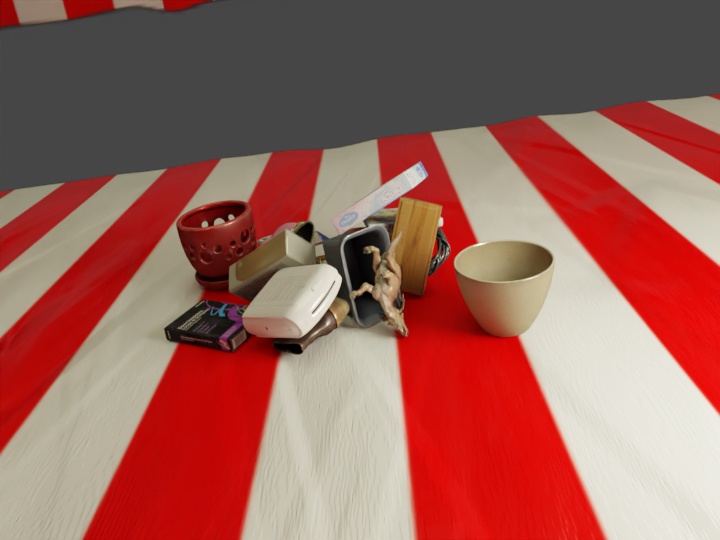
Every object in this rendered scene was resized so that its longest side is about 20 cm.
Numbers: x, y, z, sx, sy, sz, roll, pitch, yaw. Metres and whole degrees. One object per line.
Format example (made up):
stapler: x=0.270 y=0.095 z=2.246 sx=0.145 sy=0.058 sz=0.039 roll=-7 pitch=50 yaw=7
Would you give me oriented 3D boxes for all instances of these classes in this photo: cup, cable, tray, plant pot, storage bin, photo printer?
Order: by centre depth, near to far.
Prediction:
cup: x=0.288 y=0.044 z=1.297 sx=0.194 sy=0.147 sz=0.201 roll=-7 pitch=25 yaw=3
photo printer: x=-0.136 y=0.062 z=1.339 sx=0.197 sy=0.070 sz=0.168 roll=-6 pitch=39 yaw=47
storage bin: x=0.000 y=0.000 z=1.441 sx=0.143 sy=0.206 sz=0.133 roll=-22 pitch=18 yaw=-27
tray: x=0.117 y=-0.056 z=1.473 sx=0.096 sy=0.206 sz=0.037 roll=13 pitch=13 yaw=10
cable: x=0.131 y=-0.060 z=1.614 sx=0.194 sy=0.051 sz=0.166 roll=2 pitch=54 yaw=22
plant pot: x=-0.366 y=-0.063 z=1.695 sx=0.194 sy=0.188 sz=0.202 roll=-6 pitch=23 yaw=3

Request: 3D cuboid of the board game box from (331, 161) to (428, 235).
board game box: x=0.048 y=-0.167 z=1.471 sx=0.197 sy=0.044 sz=0.199 roll=-31 pitch=5 yaw=22

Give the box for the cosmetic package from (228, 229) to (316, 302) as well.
cosmetic package: x=-0.204 y=-0.004 z=1.495 sx=0.197 sy=0.104 sz=0.073 roll=-28 pitch=52 yaw=29

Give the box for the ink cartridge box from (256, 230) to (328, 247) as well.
ink cartridge box: x=-0.193 y=-0.089 z=1.876 sx=0.196 sy=0.040 sz=0.099 roll=-20 pitch=26 yaw=-26

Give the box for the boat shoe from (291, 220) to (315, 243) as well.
boat shoe: x=-0.172 y=-0.033 z=1.596 sx=0.205 sy=0.071 sz=0.060 roll=-63 pitch=11 yaw=-15

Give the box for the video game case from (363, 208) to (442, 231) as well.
video game case: x=0.096 y=-0.129 z=1.597 sx=0.176 sy=0.024 sz=0.200 roll=-5 pitch=15 yaw=-4

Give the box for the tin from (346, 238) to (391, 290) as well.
tin: x=0.034 y=-0.011 z=1.531 sx=0.194 sy=0.116 sz=0.042 roll=-9 pitch=12 yaw=1

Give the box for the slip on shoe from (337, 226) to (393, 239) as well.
slip on shoe: x=0.030 y=-0.079 z=1.583 sx=0.194 sy=0.075 sz=0.062 roll=-4 pitch=43 yaw=14

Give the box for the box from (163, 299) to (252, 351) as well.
box: x=-0.324 y=0.120 z=1.465 sx=0.195 sy=0.037 sz=0.143 roll=4 pitch=27 yaw=28

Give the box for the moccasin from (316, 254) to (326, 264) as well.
moccasin: x=-0.062 y=0.001 z=1.604 sx=0.196 sy=0.076 sz=0.077 roll=-7 pitch=14 yaw=-21

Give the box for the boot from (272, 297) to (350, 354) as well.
boot: x=-0.133 y=0.106 z=1.392 sx=0.197 sy=0.074 sz=0.165 roll=5 pitch=33 yaw=46

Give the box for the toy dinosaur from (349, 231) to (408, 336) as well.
toy dinosaur: x=0.060 y=0.028 z=1.360 sx=0.084 sy=0.135 sz=0.205 roll=-8 pitch=58 yaw=39

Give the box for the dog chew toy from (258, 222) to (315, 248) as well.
dog chew toy: x=-0.211 y=-0.038 z=1.675 sx=0.198 sy=0.127 sz=0.123 roll=-35 pitch=34 yaw=-32
